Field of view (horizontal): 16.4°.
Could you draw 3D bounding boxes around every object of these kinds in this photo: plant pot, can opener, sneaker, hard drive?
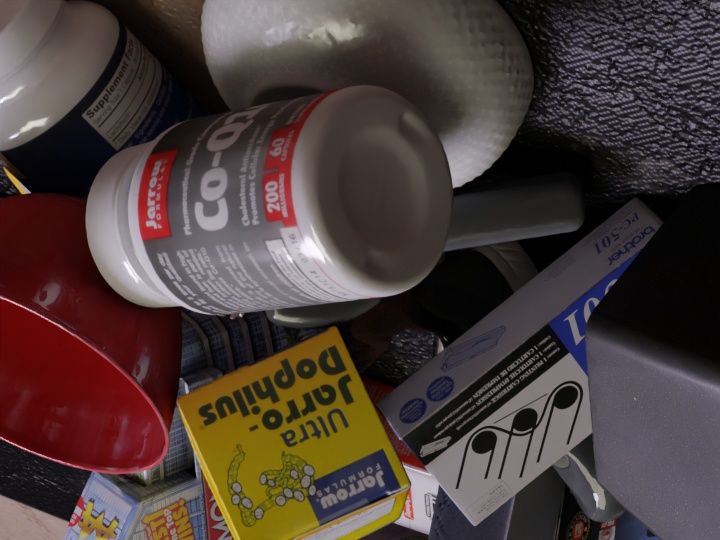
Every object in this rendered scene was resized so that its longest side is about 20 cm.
[{"bbox_3d":[0.235,0.063,1.387,0.177,0.200,0.200,20,140,30],"label":"plant pot"},{"bbox_3d":[0.037,-0.016,1.490,0.200,0.053,0.067,-14,102,7],"label":"can opener"},{"bbox_3d":[0.098,0.077,1.575,0.200,0.085,0.074,60,157,2],"label":"sneaker"},{"bbox_3d":[0.091,0.149,1.658,0.042,0.200,0.135,21,152,-16],"label":"hard drive"}]

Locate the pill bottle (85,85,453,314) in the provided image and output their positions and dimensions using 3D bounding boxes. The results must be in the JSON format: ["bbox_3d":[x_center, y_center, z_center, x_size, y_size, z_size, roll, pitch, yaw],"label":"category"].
[{"bbox_3d":[-0.056,-0.034,1.387,0.200,0.114,0.114,-7,137,45],"label":"pill bottle"}]

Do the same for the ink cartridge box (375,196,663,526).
[{"bbox_3d":[0.116,0.055,1.495,0.094,0.200,0.044,51,180,-38],"label":"ink cartridge box"}]

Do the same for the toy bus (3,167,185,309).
[{"bbox_3d":[-0.157,-0.025,1.704,0.078,0.065,0.200,5,145,34],"label":"toy bus"}]

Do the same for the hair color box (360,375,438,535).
[{"bbox_3d":[-0.009,0.125,1.836,0.200,0.061,0.102,19,150,15],"label":"hair color box"}]

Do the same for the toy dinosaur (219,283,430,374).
[{"bbox_3d":[0.000,0.000,1.592,0.200,0.086,0.136,29,151,-23],"label":"toy dinosaur"}]

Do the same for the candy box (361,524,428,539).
[{"bbox_3d":[0.031,0.251,1.899,0.200,0.168,0.072,8,106,30],"label":"candy box"}]

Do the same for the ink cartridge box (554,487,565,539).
[{"bbox_3d":[0.139,0.225,1.793,0.084,0.145,0.200,5,145,33],"label":"ink cartridge box"}]

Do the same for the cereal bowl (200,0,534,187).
[{"bbox_3d":[-0.006,-0.108,1.432,0.200,0.083,0.200,20,151,12],"label":"cereal bowl"}]

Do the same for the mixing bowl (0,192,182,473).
[{"bbox_3d":[-0.185,0.024,1.523,0.200,0.108,0.200,20,152,11],"label":"mixing bowl"}]

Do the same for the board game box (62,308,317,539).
[{"bbox_3d":[-0.112,0.129,1.706,0.062,0.200,0.200,27,129,46],"label":"board game box"}]

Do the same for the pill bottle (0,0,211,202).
[{"bbox_3d":[-0.170,-0.095,1.550,0.116,0.116,0.200,-7,136,45],"label":"pill bottle"}]

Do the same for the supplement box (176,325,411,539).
[{"bbox_3d":[-0.041,0.120,1.561,0.200,0.109,0.110,97,148,-79],"label":"supplement box"}]

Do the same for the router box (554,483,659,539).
[{"bbox_3d":[0.206,0.138,1.585,0.062,0.150,0.200,22,155,-25],"label":"router box"}]
